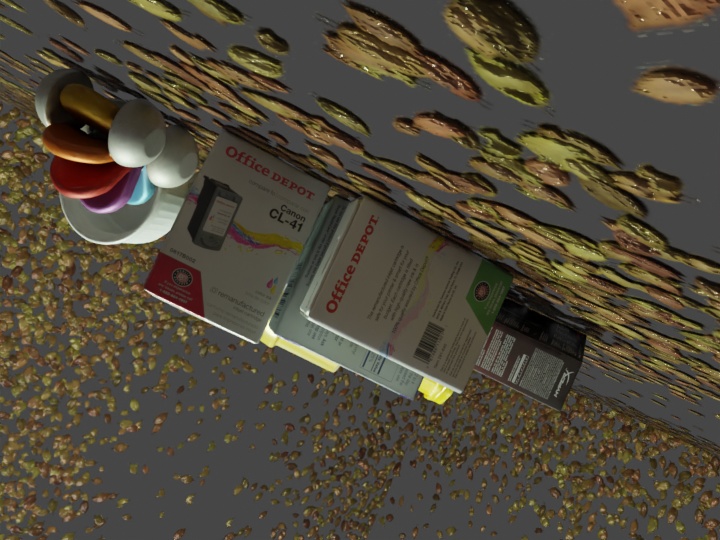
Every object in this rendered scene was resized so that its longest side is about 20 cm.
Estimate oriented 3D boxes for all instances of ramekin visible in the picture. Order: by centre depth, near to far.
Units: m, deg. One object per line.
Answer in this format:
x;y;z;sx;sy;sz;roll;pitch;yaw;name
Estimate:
-0.375;-0.139;1.194;0.198;0.203;0.098;25;-176;19;ramekin

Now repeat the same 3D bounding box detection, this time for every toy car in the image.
-0.320;-0.149;0.945;0.173;0.152;0.200;24;176;19;toy car

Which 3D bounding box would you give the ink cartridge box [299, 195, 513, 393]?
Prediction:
0.049;0.026;0.837;0.198;0.147;0.084;27;177;-12;ink cartridge box

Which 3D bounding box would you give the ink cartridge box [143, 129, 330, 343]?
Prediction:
-0.143;-0.037;0.862;0.146;0.202;0.086;26;176;-12;ink cartridge box

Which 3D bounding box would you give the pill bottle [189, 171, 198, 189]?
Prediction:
-0.254;-0.076;1.252;0.113;0.115;0.201;27;-156;-28;pill bottle

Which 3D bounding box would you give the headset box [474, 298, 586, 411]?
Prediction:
0.198;0.093;1.007;0.198;0.078;0.149;24;-165;14;headset box

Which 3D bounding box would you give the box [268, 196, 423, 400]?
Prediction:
0.009;0.035;0.950;0.198;0.186;0.105;27;174;-10;box

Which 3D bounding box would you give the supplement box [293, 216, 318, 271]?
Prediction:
-0.121;-0.053;1.011;0.200;0.104;0.101;41;170;-30;supplement box

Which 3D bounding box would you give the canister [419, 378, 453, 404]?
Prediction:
0.073;0.110;1.233;0.198;0.150;0.087;29;137;-7;canister

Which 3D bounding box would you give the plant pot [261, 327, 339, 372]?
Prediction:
-0.086;0.086;1.410;0.188;0.202;0.201;37;177;0;plant pot
